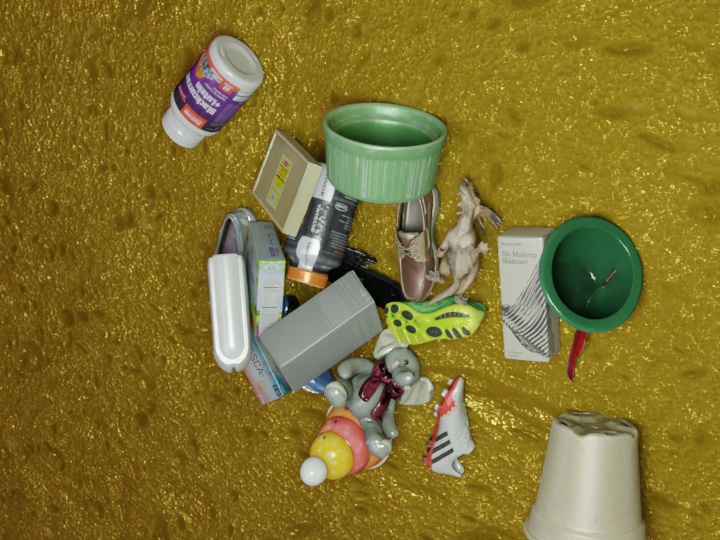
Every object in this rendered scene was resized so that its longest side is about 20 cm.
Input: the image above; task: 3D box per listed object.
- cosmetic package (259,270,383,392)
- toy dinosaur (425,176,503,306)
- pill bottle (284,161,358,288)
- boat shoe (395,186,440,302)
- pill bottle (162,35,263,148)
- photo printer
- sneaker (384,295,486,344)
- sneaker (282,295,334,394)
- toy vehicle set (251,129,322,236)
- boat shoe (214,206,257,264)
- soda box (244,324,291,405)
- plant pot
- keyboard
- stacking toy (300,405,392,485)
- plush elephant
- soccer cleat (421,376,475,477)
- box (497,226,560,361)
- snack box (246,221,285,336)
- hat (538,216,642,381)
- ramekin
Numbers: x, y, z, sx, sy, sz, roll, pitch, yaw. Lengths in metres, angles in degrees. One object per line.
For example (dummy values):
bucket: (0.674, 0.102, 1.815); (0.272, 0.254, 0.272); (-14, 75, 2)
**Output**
cosmetic package: (-0.066, 0.107, 1.542); (0.091, 0.198, 0.108); (53, 168, 32)
toy dinosaur: (0.169, -0.031, 1.431); (0.084, 0.136, 0.203); (20, 124, 13)
pill bottle: (-0.068, -0.075, 1.524); (0.105, 0.106, 0.204); (15, 89, 26)
boat shoe: (0.085, -0.049, 1.474); (0.074, 0.071, 0.205); (1, 91, 31)
pill bottle: (-0.272, -0.315, 1.608); (0.199, 0.111, 0.112); (-40, 84, 34)
photo printer: (-0.231, 0.079, 1.585); (0.068, 0.166, 0.205); (-4, 85, -8)
sneaker: (0.126, 0.083, 1.511); (0.197, 0.083, 0.076); (0, 101, 40)
sneaker: (-0.104, 0.138, 1.671); (0.089, 0.078, 0.202); (-34, 87, 37)
toy vehicle set: (-0.129, -0.154, 1.535); (0.126, 0.026, 0.200); (-66, 29, 15)
boat shoe: (-0.252, -0.024, 1.716); (0.074, 0.065, 0.205); (30, 119, 20)
soda box: (-0.199, 0.153, 1.741); (0.068, 0.063, 0.203); (-26, 92, 34)
plant pot: (0.361, 0.328, 1.396); (0.197, 0.199, 0.188); (7, 98, 29)
keyboard: (0.000, 0.000, 1.598); (0.197, 0.040, 0.105); (26, 140, 21)
stacking toy: (-0.042, 0.329, 1.619); (0.144, 0.199, 0.149); (10, 110, 27)
plush elephant: (0.046, 0.198, 1.563); (0.154, 0.200, 0.166); (-36, 100, 12)
soccer cleat: (0.166, 0.275, 1.561); (0.084, 0.069, 0.203); (20, 118, 15)
box: (0.268, 0.037, 1.417); (0.081, 0.068, 0.204); (1, 106, 30)
snack box: (-0.174, 0.012, 1.611); (0.052, 0.200, 0.145); (2, 111, -13)
hat: (0.326, 0.036, 1.396); (0.163, 0.203, 0.176); (25, 163, -2)
ramekin: (0.035, -0.186, 1.416); (0.197, 0.200, 0.099); (19, 122, 24)
